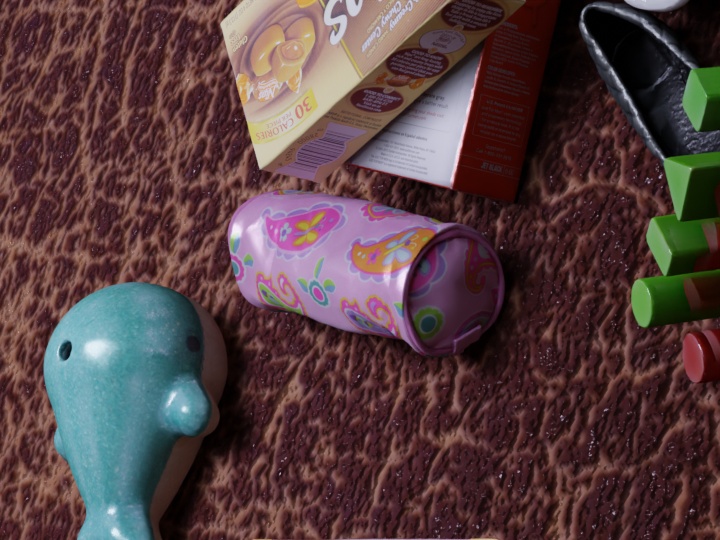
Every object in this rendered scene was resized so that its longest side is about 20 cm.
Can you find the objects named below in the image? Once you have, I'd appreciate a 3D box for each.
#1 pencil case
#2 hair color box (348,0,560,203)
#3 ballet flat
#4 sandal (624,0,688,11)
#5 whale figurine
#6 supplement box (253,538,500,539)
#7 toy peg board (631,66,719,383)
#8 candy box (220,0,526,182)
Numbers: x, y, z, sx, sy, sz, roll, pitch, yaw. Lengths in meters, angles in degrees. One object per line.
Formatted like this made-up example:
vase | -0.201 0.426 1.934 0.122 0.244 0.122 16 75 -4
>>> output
pencil case | 0.000 0.000 1.439 0.200 0.087 0.088 12 80 52
hair color box | 0.065 -0.151 1.427 0.101 0.061 0.201 17 95 47
ballet flat | 0.179 -0.085 1.297 0.067 0.057 0.200 -54 40 15
sandal | 0.173 -0.207 1.374 0.203 0.050 0.083 -122 49 -61
whale figurine | -0.164 0.103 1.548 0.159 0.103 0.201 -13 61 44
supplement box | 0.032 0.255 1.222 0.197 0.132 0.201 -7 65 47
toy peg board | 0.212 0.009 1.100 0.201 0.097 0.200 98 158 -43
candy box | 0.003 -0.156 1.408 0.200 0.055 0.116 -39 56 36
